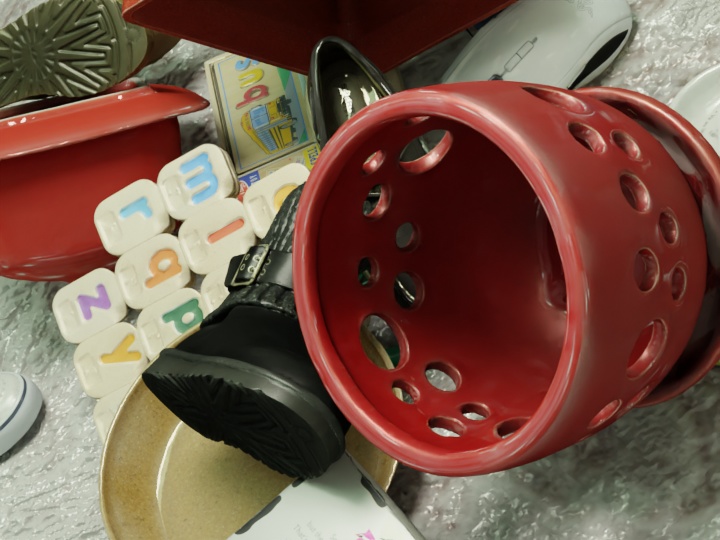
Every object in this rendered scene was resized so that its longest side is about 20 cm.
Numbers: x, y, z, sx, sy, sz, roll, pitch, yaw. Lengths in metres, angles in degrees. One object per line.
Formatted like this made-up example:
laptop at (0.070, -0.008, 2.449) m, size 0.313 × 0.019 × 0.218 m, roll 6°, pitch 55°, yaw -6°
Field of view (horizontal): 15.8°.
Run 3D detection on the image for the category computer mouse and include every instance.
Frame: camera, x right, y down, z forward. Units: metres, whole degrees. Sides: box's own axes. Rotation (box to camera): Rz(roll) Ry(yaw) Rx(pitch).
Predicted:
computer mouse at (0.090, -0.123, 1.648) m, size 0.200 × 0.044 × 0.110 m, roll -44°, pitch 74°, yaw -9°

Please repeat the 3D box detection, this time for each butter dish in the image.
butter dish at (-0.191, -0.043, 1.753) m, size 0.199 × 0.148 × 0.200 m, roll -13°, pitch 9°, yaw -7°

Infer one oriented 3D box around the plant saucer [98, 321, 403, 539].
plant saucer at (-0.060, 0.113, 1.545) m, size 0.199 × 0.035 × 0.201 m, roll -12°, pitch 57°, yaw 20°

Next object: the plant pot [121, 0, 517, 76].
plant pot at (-0.021, -0.250, 1.635) m, size 0.200 × 0.199 × 0.177 m, roll -25°, pitch 61°, yaw 44°

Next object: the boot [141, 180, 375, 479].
boot at (-0.031, 0.026, 1.468) m, size 0.158 × 0.079 × 0.211 m, roll -47°, pitch 25°, yaw -14°

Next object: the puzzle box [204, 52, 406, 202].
puzzle box at (-0.034, -0.106, 1.754) m, size 0.133 × 0.025 × 0.200 m, roll -24°, pitch 37°, yaw 6°

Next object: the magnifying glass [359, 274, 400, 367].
magnifying glass at (0.000, 0.000, 1.647) m, size 0.080 × 0.022 × 0.200 m, roll -40°, pitch 37°, yaw -2°

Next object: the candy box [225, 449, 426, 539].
candy box at (-0.032, 0.221, 1.392) m, size 0.200 × 0.072 × 0.168 m, roll -40°, pitch 47°, yaw -1°

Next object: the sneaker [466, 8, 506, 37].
sneaker at (0.078, -0.222, 1.759) m, size 0.076 × 0.077 × 0.200 m, roll -34°, pitch 40°, yaw 3°

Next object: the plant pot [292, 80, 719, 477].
plant pot at (0.092, -0.007, 1.369) m, size 0.200 × 0.201 × 0.182 m, roll 4°, pitch 13°, yaw 41°

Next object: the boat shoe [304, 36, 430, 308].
boat shoe at (0.012, -0.054, 1.578) m, size 0.073 × 0.065 × 0.200 m, roll -29°, pitch 66°, yaw 2°

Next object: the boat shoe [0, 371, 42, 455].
boat shoe at (-0.315, 0.094, 1.754) m, size 0.201 × 0.086 × 0.075 m, roll -14°, pitch 44°, yaw 29°

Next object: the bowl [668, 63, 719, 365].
bowl at (0.227, -0.056, 1.450) m, size 0.200 × 0.108 × 0.201 m, roll -22°, pitch 40°, yaw 20°

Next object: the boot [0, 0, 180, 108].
boot at (-0.175, -0.162, 1.790) m, size 0.175 × 0.066 × 0.200 m, roll -8°, pitch 8°, yaw 28°

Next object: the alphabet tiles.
alphabet tiles at (-0.095, 0.025, 1.627) m, size 0.195 × 0.015 × 0.201 m, roll -29°, pitch 69°, yaw 15°
